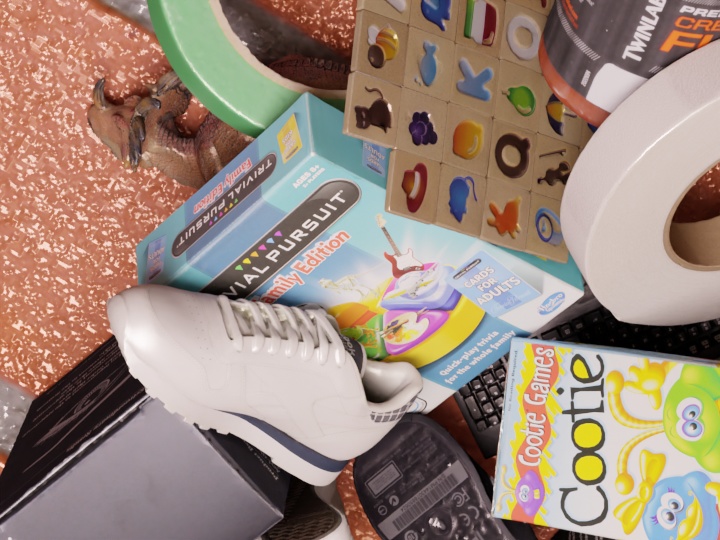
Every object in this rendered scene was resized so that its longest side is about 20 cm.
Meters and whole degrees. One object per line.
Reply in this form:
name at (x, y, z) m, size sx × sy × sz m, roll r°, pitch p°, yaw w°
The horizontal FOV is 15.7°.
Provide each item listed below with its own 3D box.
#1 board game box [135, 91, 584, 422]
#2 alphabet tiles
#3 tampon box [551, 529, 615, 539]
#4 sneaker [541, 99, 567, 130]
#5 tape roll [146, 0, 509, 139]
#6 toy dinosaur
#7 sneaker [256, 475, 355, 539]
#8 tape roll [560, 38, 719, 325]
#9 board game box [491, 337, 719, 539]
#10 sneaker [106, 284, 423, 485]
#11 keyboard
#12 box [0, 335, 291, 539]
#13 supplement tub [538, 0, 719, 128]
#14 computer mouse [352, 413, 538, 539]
board game box at (0.000, 0.000, 1.445) m, size 0.199 × 0.047 × 0.151 m, roll 25°, pitch 130°, yaw -33°
alphabet tiles at (0.072, -0.098, 1.413) m, size 0.199 × 0.006 × 0.168 m, roll 15°, pitch 76°, yaw -39°
tampon box at (0.152, 0.255, 1.578) m, size 0.150 × 0.126 × 0.200 m, roll 35°, pitch 109°, yaw -8°
sneaker at (0.063, -0.029, 1.504) m, size 0.075 × 0.085 × 0.201 m, roll 24°, pitch 110°, yaw -5°
tape roll at (-0.018, -0.166, 1.436) m, size 0.199 × 0.048 × 0.202 m, roll 0°, pitch 88°, yaw -13°
toy dinosaur at (-0.058, -0.084, 1.491) m, size 0.199 × 0.086 × 0.136 m, roll -30°, pitch 107°, yaw 16°
sneaker at (-0.036, 0.167, 1.521) m, size 0.072 × 0.200 × 0.085 m, roll -20°, pitch 104°, yaw -3°
tape roll at (0.204, -0.049, 1.413) m, size 0.202 × 0.037 × 0.203 m, roll -18°, pitch 143°, yaw -14°
board game box at (0.185, 0.100, 1.430) m, size 0.199 × 0.105 × 0.104 m, roll 7°, pitch 90°, yaw 41°
sneaker at (-0.053, 0.045, 1.408) m, size 0.080 × 0.077 × 0.200 m, roll -36°, pitch 140°, yaw 25°
keyboard at (0.154, 0.058, 1.554) m, size 0.199 × 0.040 × 0.104 m, roll -25°, pitch 106°, yaw 13°
box at (-0.122, 0.108, 1.506) m, size 0.148 × 0.200 × 0.104 m, roll -38°, pitch 104°, yaw 16°
supplement tub at (0.168, -0.170, 1.362) m, size 0.106 × 0.107 × 0.201 m, roll 17°, pitch 134°, yaw -2°
computer mouse at (0.053, 0.189, 1.516) m, size 0.140 × 0.046 × 0.200 m, roll -46°, pitch 75°, yaw 16°
